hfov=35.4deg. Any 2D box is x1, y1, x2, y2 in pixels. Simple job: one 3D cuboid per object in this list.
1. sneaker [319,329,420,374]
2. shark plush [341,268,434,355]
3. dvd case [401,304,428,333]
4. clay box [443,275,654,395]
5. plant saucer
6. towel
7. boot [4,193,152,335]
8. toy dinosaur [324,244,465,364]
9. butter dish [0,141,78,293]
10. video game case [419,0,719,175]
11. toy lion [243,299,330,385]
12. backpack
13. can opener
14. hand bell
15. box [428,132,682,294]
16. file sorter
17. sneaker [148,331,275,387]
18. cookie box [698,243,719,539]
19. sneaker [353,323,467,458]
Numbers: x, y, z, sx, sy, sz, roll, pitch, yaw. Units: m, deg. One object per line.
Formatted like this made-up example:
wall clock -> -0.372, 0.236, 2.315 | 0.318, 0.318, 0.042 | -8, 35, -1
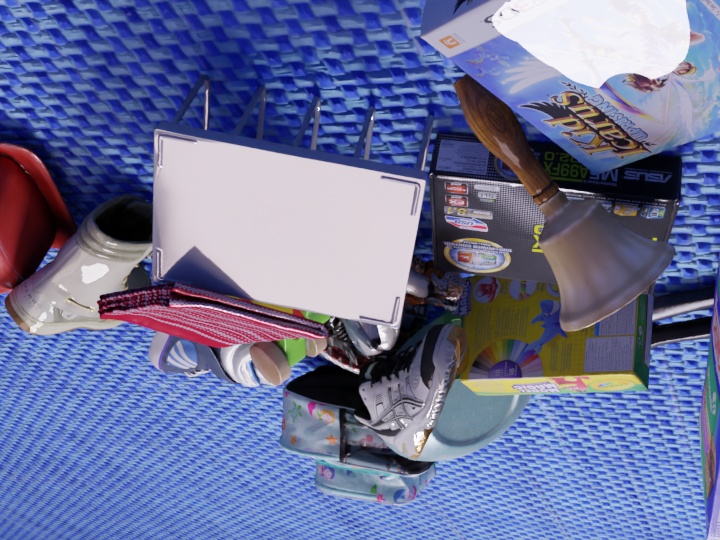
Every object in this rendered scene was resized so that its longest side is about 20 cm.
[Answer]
sneaker -> 0.010, 0.089, 1.200 | 0.200, 0.078, 0.082 | 27, 150, -28
shark plush -> -0.028, -0.003, 1.011 | 0.200, 0.091, 0.083 | 46, 152, -20
dvd case -> -0.034, 0.053, 1.255 | 0.199, 0.022, 0.146 | 11, 153, -3
clay box -> 0.174, 0.057, 1.074 | 0.199, 0.115, 0.048 | -6, 151, 33
plant saucer -> 0.113, 0.131, 1.185 | 0.200, 0.039, 0.202 | -14, 125, -20
towel -> -0.133, 0.042, 0.970 | 0.144, 0.023, 0.200 | 17, 168, -28
boot -> -0.247, -0.010, 1.146 | 0.155, 0.072, 0.200 | -43, 168, 23
toy dinosaur -> 0.000, 0.000, 1.092 | 0.200, 0.102, 0.136 | 34, 144, 21
butter dish -> -0.396, -0.033, 1.095 | 0.199, 0.148, 0.200 | 9, 154, 7
video game case -> 0.172, -0.151, 0.750 | 0.200, 0.046, 0.181 | 31, 149, -33
toy lion -> -0.103, 0.000, 1.061 | 0.200, 0.069, 0.192 | 38, 148, 30
backpack -> 0.006, 0.185, 1.335 | 0.199, 0.151, 0.177 | 11, -169, 17
can opener -> 0.292, 0.048, 1.087 | 0.200, 0.079, 0.064 | -23, 102, 43
hand bell -> 0.136, -0.065, 0.846 | 0.200, 0.104, 0.104 | 53, 143, -6
box -> 0.161, -0.045, 0.959 | 0.199, 0.044, 0.160 | 7, 152, 9
file sorter -> -0.050, -0.062, 0.891 | 0.199, 0.125, 0.139 | 11, 126, 3
sneaker -> -0.160, 0.101, 1.287 | 0.146, 0.081, 0.200 | 38, 148, 7
cookie box -> 0.337, 0.104, 0.962 | 0.075, 0.171, 0.201 | 4, 123, 11
sneaker -> 0.039, 0.108, 1.054 | 0.087, 0.076, 0.200 | 27, 143, 7
